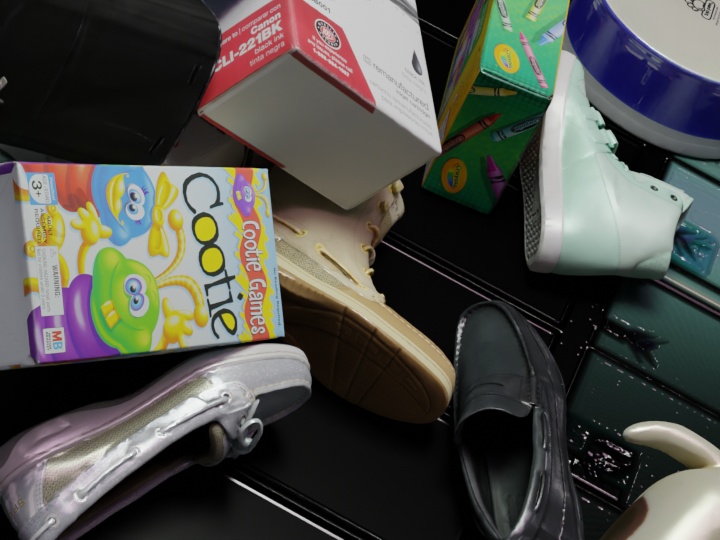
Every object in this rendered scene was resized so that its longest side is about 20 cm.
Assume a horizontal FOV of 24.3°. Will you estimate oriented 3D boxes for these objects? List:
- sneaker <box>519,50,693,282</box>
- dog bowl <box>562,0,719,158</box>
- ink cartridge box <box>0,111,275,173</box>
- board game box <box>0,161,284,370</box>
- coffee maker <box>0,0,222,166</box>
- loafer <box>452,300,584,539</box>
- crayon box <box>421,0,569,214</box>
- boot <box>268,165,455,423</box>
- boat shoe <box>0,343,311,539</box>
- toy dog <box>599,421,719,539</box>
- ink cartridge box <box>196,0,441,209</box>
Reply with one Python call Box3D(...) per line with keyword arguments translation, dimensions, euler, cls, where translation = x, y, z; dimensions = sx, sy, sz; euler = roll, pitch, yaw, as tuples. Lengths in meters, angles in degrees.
Box3D(translation=(0.183, -0.073, 1.244), dimensions=(0.118, 0.074, 0.201), euler=(10, 54, -8), cls="sneaker")
Box3D(translation=(0.270, -0.190, 1.398), dimensions=(0.200, 0.079, 0.200), euler=(14, 44, -13), cls="dog bowl")
Box3D(translation=(-0.127, -0.118, 1.135), dimensions=(0.145, 0.084, 0.200), euler=(38, 44, 13), cls="ink cartridge box")
Box3D(translation=(-0.146, -0.002, 0.927), dimensions=(0.200, 0.103, 0.105), euler=(-4, 87, -55), cls="board game box")
Box3D(translation=(-0.184, -0.117, 0.925), dimensions=(0.200, 0.135, 0.192), euler=(10, 50, -49), cls="coffee maker")
Box3D(translation=(0.090, 0.095, 1.032), dimensions=(0.070, 0.068, 0.201), euler=(39, 31, -43), cls="loafer")
Box3D(translation=(0.105, -0.153, 1.255), dimensions=(0.058, 0.119, 0.200), euler=(21, 43, -5), cls="crayon box")
Box3D(translation=(0.000, 0.000, 1.093), dimensions=(0.200, 0.073, 0.155), euler=(32, 42, 11), cls="boot")
Box3D(translation=(-0.109, 0.099, 0.945), dimensions=(0.202, 0.074, 0.065), euler=(-19, 64, -33), cls="boat shoe")
Box3D(translation=(0.148, 0.189, 0.914), dimensions=(0.200, 0.140, 0.194), euler=(-14, 86, -22), cls="toy dog")
Box3D(translation=(-0.033, -0.163, 1.067), dimensions=(0.144, 0.084, 0.200), euler=(31, 39, -43), cls="ink cartridge box")
